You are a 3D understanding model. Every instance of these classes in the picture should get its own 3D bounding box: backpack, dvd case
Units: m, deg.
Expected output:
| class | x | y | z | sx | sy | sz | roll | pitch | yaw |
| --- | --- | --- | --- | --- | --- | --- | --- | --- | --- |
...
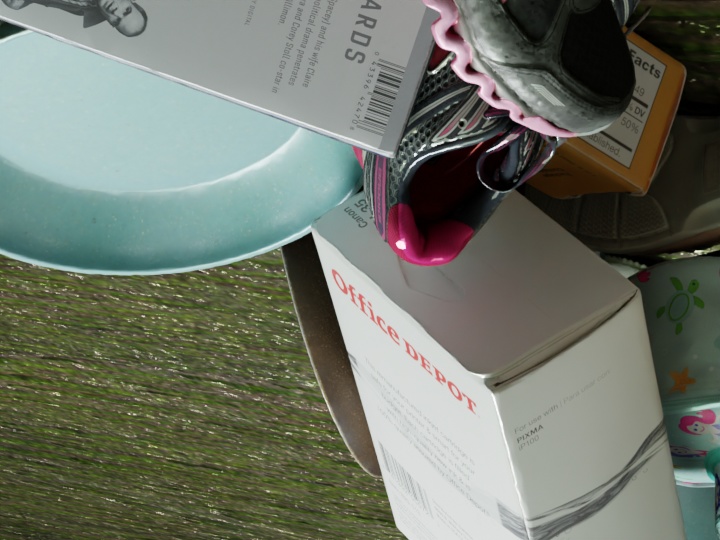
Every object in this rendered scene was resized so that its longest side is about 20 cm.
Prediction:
| class | x | y | z | sx | sy | sz | roll | pitch | yaw |
| --- | --- | --- | --- | --- | --- | --- | --- | --- | --- |
| backpack | 0.212 | 0.055 | 1.047 | 0.198 | 0.152 | 0.178 | 2 | 166 | 10 |
| dvd case | -0.056 | -0.143 | 0.838 | 0.198 | 0.151 | 0.025 | 19 | -162 | -1 |

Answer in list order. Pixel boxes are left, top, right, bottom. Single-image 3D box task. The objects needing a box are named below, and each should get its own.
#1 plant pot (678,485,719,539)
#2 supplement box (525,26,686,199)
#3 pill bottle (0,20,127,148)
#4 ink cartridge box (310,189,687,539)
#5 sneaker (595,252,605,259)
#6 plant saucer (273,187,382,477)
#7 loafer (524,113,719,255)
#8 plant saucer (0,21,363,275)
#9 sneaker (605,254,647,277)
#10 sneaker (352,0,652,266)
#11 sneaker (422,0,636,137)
| class | x | y | z | sx | sy | sz | roll | pitch | yaw |
| --- | --- | --- | --- | --- | --- | --- | --- | --- | --- |
| plant pot | 0.175 | 0.175 | 1.511 | 0.199 | 0.135 | 0.201 | 16 | 161 | 6 |
| supplement box | 0.042 | -0.100 | 0.965 | 0.199 | 0.069 | 0.066 | 31 | 164 | -29 |
| pill bottle | -0.116 | -0.096 | 1.062 | 0.110 | 0.112 | 0.200 | 16 | 162 | 9 |
| ink cartridge box | 0.065 | 0.066 | 1.007 | 0.146 | 0.082 | 0.201 | 42 | 156 | 45 |
| sneaker | 0.072 | -0.015 | 1.155 | 0.070 | 0.109 | 0.201 | 12 | 145 | 24 |
| plant saucer | 0.000 | 0.000 | 1.131 | 0.032 | 0.202 | 0.200 | -15 | 152 | 11 |
| loafer | 0.162 | -0.037 | 1.033 | 0.063 | 0.073 | 0.199 | 24 | 160 | -37 |
| plant saucer | -0.092 | -0.063 | 0.964 | 0.198 | 0.036 | 0.201 | -5 | 150 | -3 |
| sneaker | 0.135 | 0.070 | 1.302 | 0.069 | 0.100 | 0.200 | 17 | 161 | 12 |
| sneaker | 0.066 | -0.085 | 0.872 | 0.080 | 0.075 | 0.201 | 16 | 128 | -21 |
| sneaker | 0.060 | -0.136 | 0.760 | 0.095 | 0.079 | 0.201 | -11 | 118 | 30 |
